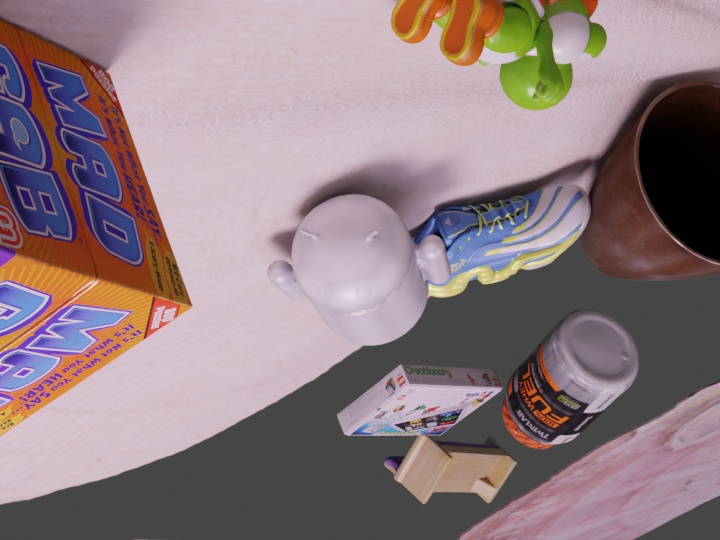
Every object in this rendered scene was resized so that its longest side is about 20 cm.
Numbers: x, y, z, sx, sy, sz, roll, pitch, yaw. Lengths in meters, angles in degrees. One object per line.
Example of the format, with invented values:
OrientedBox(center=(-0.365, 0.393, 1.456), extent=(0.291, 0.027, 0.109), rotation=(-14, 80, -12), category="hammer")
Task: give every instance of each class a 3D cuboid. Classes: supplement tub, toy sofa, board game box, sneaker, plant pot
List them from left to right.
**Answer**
OrientedBox(center=(-0.270, -0.028, 0.925), extent=(0.199, 0.201, 0.200), rotation=(-33, 154, 21), category="board game box")
OrientedBox(center=(0.080, 0.171, 1.841), extent=(0.126, 0.035, 0.199), rotation=(-40, 151, 31), category="board game box")
OrientedBox(center=(0.132, 0.282, 2.079), extent=(0.200, 0.098, 0.083), rotation=(13, 113, -52), category="toy sofa")
OrientedBox(center=(0.134, -0.035, 1.422), extent=(0.199, 0.076, 0.105), rotation=(-30, 154, 15), category="sneaker")
OrientedBox(center=(0.271, 0.150, 1.860), extent=(0.122, 0.123, 0.200), rotation=(-9, 151, -28), category="supplement tub")
OrientedBox(center=(0.308, -0.066, 1.426), extent=(0.186, 0.188, 0.200), rotation=(-12, 168, -23), category="plant pot")

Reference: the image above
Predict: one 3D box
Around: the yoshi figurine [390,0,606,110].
OrientedBox(center=(0.117, -0.172, 1.109), extent=(0.199, 0.113, 0.112), rotation=(0, 163, -46), category="yoshi figurine")

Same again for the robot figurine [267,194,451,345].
OrientedBox(center=(0.000, 0.000, 1.328), extent=(0.169, 0.114, 0.200), rotation=(-11, 157, 8), category="robot figurine")
